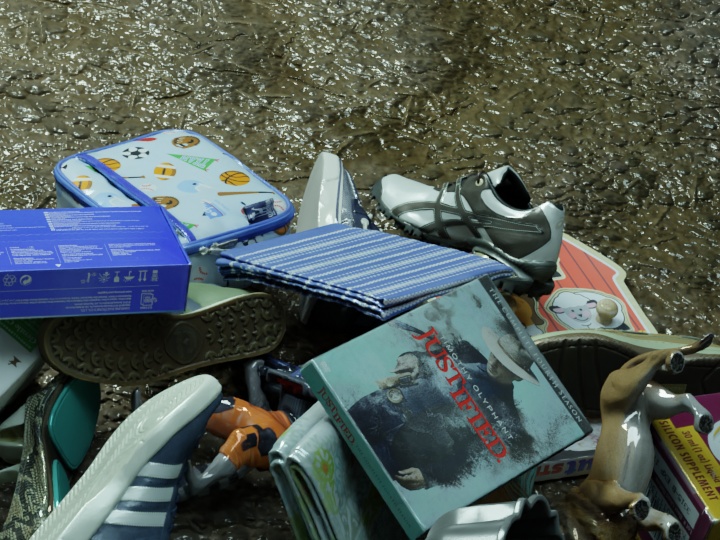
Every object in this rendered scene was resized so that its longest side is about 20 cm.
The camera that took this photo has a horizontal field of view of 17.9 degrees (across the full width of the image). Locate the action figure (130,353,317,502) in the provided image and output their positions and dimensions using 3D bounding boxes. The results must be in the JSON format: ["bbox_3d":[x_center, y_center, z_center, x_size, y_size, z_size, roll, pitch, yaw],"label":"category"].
[{"bbox_3d":[-0.078,0.121,1.759,0.192,0.105,0.200,-2,11,-27],"label":"action figure"}]

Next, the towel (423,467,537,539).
[{"bbox_3d":[0.092,0.149,1.698,0.022,0.147,0.201,-12,41,27],"label":"towel"}]

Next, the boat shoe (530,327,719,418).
[{"bbox_3d":[0.211,0.077,1.860,0.199,0.072,0.076,8,21,-17],"label":"boat shoe"}]

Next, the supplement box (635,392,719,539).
[{"bbox_3d":[0.314,0.170,1.776,0.199,0.104,0.131,-7,42,-24],"label":"supplement box"}]

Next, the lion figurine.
[{"bbox_3d":[0.196,0.136,1.714,0.072,0.201,0.122,28,-12,-28],"label":"lion figurine"}]

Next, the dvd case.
[{"bbox_3d":[0.065,0.094,1.642,0.200,0.022,0.146,-23,75,-45],"label":"dvd case"}]

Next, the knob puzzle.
[{"bbox_3d":[0.145,0.008,1.981,0.218,0.031,0.220,8,39,-6],"label":"knob puzzle"}]

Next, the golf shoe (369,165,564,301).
[{"bbox_3d":[0.097,-0.053,1.947,0.200,0.095,0.078,29,15,34],"label":"golf shoe"}]

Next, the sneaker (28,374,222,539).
[{"bbox_3d":[-0.152,0.165,1.610,0.085,0.075,0.200,47,68,-17],"label":"sneaker"}]

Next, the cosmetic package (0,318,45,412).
[{"bbox_3d":[-0.317,0.081,1.700,0.107,0.085,0.200,38,41,-1],"label":"cosmetic package"}]

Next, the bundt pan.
[{"bbox_3d":[0.080,0.250,1.552,0.075,0.203,0.202,2,34,23],"label":"bundt pan"}]

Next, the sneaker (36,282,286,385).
[{"bbox_3d":[-0.164,0.047,1.768,0.199,0.068,0.090,-6,7,-28],"label":"sneaker"}]

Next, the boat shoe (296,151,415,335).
[{"bbox_3d":[-0.001,-0.016,1.947,0.092,0.075,0.201,15,42,-14],"label":"boat shoe"}]

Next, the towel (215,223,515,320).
[{"bbox_3d":[0.000,0.000,1.785,0.144,0.024,0.199,-16,22,-41],"label":"towel"}]

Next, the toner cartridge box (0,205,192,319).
[{"bbox_3d":[-0.233,-0.006,1.696,0.199,0.043,0.095,-2,29,-19],"label":"toner cartridge box"}]

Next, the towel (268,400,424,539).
[{"bbox_3d":[0.021,0.157,1.660,0.048,0.172,0.200,-2,25,37],"label":"towel"}]

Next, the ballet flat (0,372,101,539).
[{"bbox_3d":[-0.240,0.145,1.686,0.075,0.068,0.201,-11,39,11],"label":"ballet flat"}]

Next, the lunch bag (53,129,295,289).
[{"bbox_3d":[-0.157,-0.043,1.898,0.160,0.076,0.200,-16,34,-34],"label":"lunch bag"}]

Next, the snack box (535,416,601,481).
[{"bbox_3d":[0.176,0.132,1.844,0.199,0.024,0.072,-6,41,-22],"label":"snack box"}]
